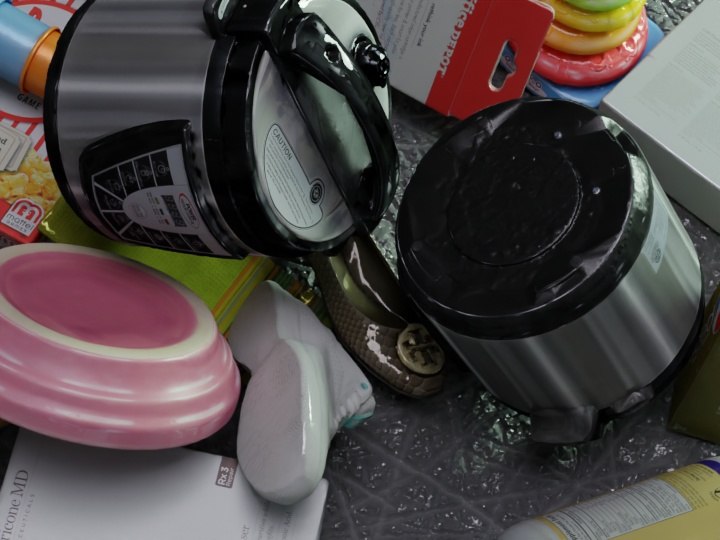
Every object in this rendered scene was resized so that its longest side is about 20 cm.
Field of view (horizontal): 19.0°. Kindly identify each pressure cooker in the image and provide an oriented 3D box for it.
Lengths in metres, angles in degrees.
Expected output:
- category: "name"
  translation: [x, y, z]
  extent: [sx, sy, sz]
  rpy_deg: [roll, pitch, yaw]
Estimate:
- category: "pressure cooker"
  translation: [-0.073, -0.098, 1.328]
  extent: [0.199, 0.176, 0.179]
  rpy_deg: [5, 92, 31]
- category: "pressure cooker"
  translation: [0.131, 0.007, 1.397]
  extent: [0.176, 0.200, 0.179]
  rpy_deg: [-43, 52, -2]

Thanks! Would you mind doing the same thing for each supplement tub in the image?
- category: "supplement tub"
  translation: [0.164, 0.208, 1.308]
  extent: [0.199, 0.146, 0.146]
  rpy_deg: [-17, 64, -15]

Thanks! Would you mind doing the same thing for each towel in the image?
- category: "towel"
  translation: [-0.112, 0.000, 1.434]
  extent: [0.200, 0.018, 0.086]
  rpy_deg: [37, 60, -5]

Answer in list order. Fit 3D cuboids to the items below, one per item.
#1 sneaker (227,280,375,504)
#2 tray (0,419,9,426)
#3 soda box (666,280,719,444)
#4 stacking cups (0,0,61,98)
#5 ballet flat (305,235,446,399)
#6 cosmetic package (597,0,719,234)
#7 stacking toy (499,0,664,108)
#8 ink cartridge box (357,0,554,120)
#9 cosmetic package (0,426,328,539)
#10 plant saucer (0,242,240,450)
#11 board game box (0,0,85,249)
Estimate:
- category: "sneaker"
  translation: [-0.027, 0.082, 1.347]
  extent: [0.088, 0.075, 0.200]
  rpy_deg: [30, 25, -22]
- category: "tray"
  translation: [-0.232, 0.054, 1.339]
  extent: [0.098, 0.037, 0.200]
  rpy_deg: [29, 25, 25]
- category: "soda box"
  translation: [0.255, 0.042, 1.380]
  extent: [0.064, 0.200, 0.068]
  rpy_deg: [16, 60, 2]
- category: "stacking cups"
  translation: [-0.233, -0.153, 1.442]
  extent: [0.199, 0.061, 0.061]
  rpy_deg: [27, 61, 8]
- category: "ballet flat"
  translation: [0.000, 0.000, 1.454]
  extent: [0.067, 0.046, 0.200]
  rpy_deg: [-5, 53, -45]
- category: "cosmetic package"
  translation: [0.290, -0.096, 1.550]
  extent: [0.200, 0.052, 0.151]
  rpy_deg: [40, 65, 15]
- category: "stacking toy"
  translation: [0.165, -0.215, 1.517]
  extent: [0.116, 0.200, 0.110]
  rpy_deg: [42, 64, 16]
- category: "ink cartridge box"
  translation: [0.044, -0.193, 1.524]
  extent: [0.200, 0.116, 0.067]
  rpy_deg: [30, 34, 12]
- category: "cosmetic package"
  translation: [-0.127, 0.171, 1.330]
  extent: [0.199, 0.081, 0.113]
  rpy_deg: [11, 61, -1]
- category: "plant saucer"
  translation: [-0.166, 0.038, 1.314]
  extent: [0.200, 0.051, 0.201]
  rpy_deg: [16, 22, -7]
- category: "board game box"
  translation: [-0.240, -0.113, 1.490]
  extent: [0.151, 0.046, 0.200]
  rpy_deg: [27, 61, 8]
